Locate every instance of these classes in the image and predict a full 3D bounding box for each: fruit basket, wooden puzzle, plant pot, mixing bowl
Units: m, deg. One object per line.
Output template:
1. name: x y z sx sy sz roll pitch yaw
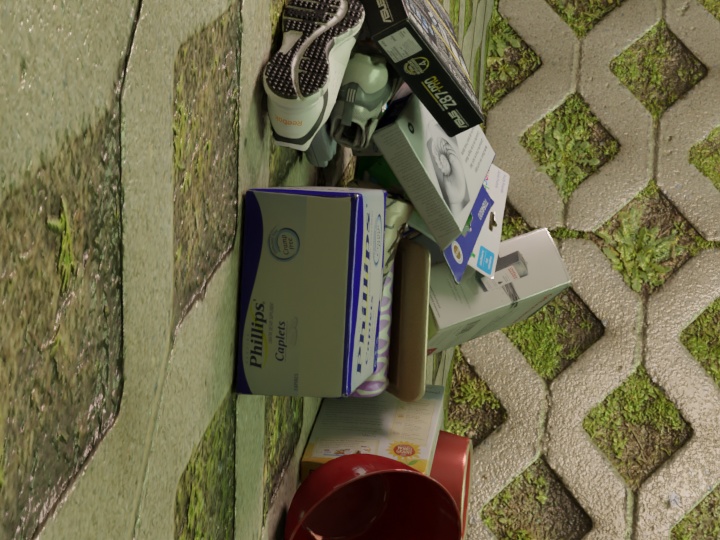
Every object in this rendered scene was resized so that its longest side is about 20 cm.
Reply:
1. fruit basket: 0.096 -0.108 1.825 0.094 0.199 0.186 -47 -159 43
2. wooden puzzle: 0.033 0.046 1.832 0.200 0.037 0.186 -160 -110 -63
3. plant pot: 0.046 0.272 1.914 0.200 0.176 0.202 4 90 -81
4. mixing bowl: -0.003 0.273 1.648 0.108 0.199 0.201 -130 -145 -58

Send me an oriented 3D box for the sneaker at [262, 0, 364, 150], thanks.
1. sneaker: -0.048 -0.190 1.438 0.200 0.073 0.080 -66 166 -46

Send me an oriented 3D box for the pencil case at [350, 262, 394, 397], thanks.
1. pencil case: -0.005 0.045 1.762 0.084 0.085 0.201 -79 171 -78

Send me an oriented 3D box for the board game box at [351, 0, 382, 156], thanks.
1. board game box: 0.003 -0.246 1.740 0.135 0.034 0.201 -102 -168 -67

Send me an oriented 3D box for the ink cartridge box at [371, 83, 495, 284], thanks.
1. ink cartridge box: 0.098 -0.117 1.711 0.201 0.040 0.200 59 29 -20

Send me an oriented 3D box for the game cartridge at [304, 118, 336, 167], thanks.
1. game cartridge: -0.039 -0.223 1.566 0.133 0.041 0.201 82 14 -70

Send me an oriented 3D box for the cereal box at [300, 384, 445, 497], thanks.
1. cereal box: 0.018 0.192 1.796 0.200 0.143 0.040 -67 160 -63

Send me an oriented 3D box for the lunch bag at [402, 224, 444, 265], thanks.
1. lunch bag: 0.068 -0.014 1.999 0.083 0.160 0.200 63 10 3

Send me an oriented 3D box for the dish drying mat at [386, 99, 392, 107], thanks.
1. dish drying mat: 0.025 -0.257 1.785 0.200 0.018 0.077 -97 -174 -60

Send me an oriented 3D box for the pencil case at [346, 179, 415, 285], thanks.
1. pencil case: 0.000 0.000 1.670 0.089 0.077 0.201 2 105 -71

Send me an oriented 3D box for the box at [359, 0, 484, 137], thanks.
1. box: 0.053 -0.252 1.579 0.200 0.049 0.162 42 28 -53

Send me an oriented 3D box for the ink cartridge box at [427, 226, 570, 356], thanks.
1. ink cartridge box: 0.138 0.032 1.889 0.085 0.199 0.146 67 -26 13

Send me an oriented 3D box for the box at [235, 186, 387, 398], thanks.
1. box: -0.041 0.015 1.431 0.200 0.104 0.185 -25 118 -80

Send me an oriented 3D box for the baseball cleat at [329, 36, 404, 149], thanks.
1. baseball cleat: 0.001 -0.182 1.579 0.200 0.069 0.107 -32 139 -74
